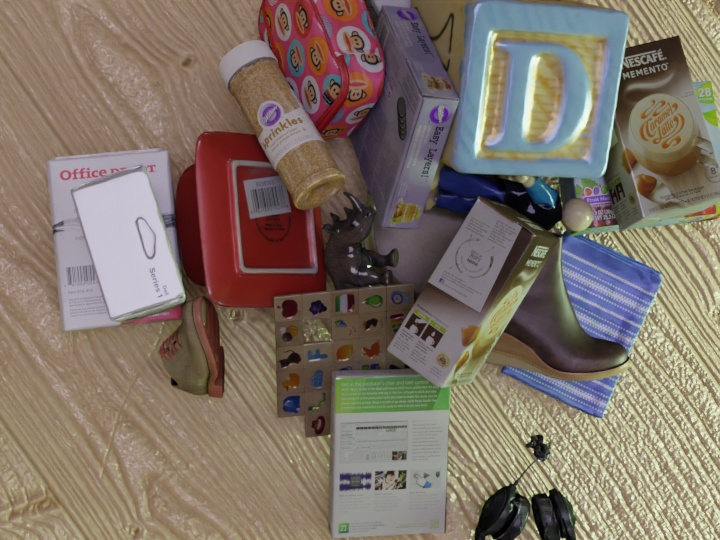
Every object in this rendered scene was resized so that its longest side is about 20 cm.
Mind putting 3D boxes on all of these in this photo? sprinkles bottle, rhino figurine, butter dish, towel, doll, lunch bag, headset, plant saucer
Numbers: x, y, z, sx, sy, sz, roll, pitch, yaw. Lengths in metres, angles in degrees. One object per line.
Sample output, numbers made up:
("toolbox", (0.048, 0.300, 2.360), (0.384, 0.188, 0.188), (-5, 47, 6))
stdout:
("sprinkles bottle", (-0.090, -0.167, 1.566), (0.068, 0.068, 0.201), (-28, 70, -7))
("rhino figurine", (0.000, 0.000, 1.629), (0.087, 0.060, 0.202), (-2, 117, 21))
("butter dish", (-0.150, -0.052, 1.616), (0.199, 0.147, 0.202), (-1, 85, -48))
("towel", (0.278, 0.066, 1.708), (0.144, 0.024, 0.202), (25, 85, -3))
("doll", (0.179, -0.082, 1.629), (0.198, 0.137, 0.049), (14, 58, 4))
("lunch bag", (-0.053, -0.257, 1.621), (0.081, 0.176, 0.202), (-9, 70, -29))
("headset", (0.205, 0.299, 1.651), (0.122, 0.094, 0.202), (4, 97, -6))
("plant saucer", (0.096, -0.050, 1.691), (0.198, 0.032, 0.203), (0, 86, -6))

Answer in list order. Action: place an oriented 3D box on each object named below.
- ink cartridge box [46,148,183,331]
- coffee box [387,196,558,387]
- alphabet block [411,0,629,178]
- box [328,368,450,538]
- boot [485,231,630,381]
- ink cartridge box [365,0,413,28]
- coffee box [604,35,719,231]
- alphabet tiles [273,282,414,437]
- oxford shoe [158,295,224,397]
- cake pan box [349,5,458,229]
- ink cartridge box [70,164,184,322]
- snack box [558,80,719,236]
("ink cartridge box", (-0.287, -0.035, 1.622), (0.143, 0.084, 0.202), (-6, 88, -6))
("coffee box", (0.129, 0.026, 1.552), (0.079, 0.114, 0.201), (34, 101, 19))
("alphabet block", (0.170, -0.221, 1.584), (0.194, 0.200, 0.197), (3, 105, -19))
("box", (0.034, 0.218, 1.640), (0.143, 0.036, 0.202), (0, 102, -12))
("boot", (0.233, 0.040, 1.642), (0.198, 0.072, 0.168), (7, 109, 5))
("ink cartridge box", (0.100, -0.301, 1.688), (0.147, 0.076, 0.201), (-33, 111, -7))
("coffee box", (0.343, -0.162, 1.627), (0.113, 0.080, 0.202), (-14, 82, -11))
("alphabet tiles", (-0.019, 0.110, 1.626), (0.165, 0.008, 0.202), (-5, 120, -10))
("oxford shoe", (-0.197, 0.094, 1.574), (0.074, 0.201, 0.071), (0, 57, -2))
("cake pan box", (0.043, -0.179, 1.581), (0.052, 0.201, 0.185), (3, 129, -20))
("ink cartridge box", (-0.247, -0.023, 1.483), (0.083, 0.200, 0.146), (-18, 90, -7))
("snack box", (0.345, -0.139, 1.700), (0.198, 0.068, 0.171), (-5, 83, -10))
